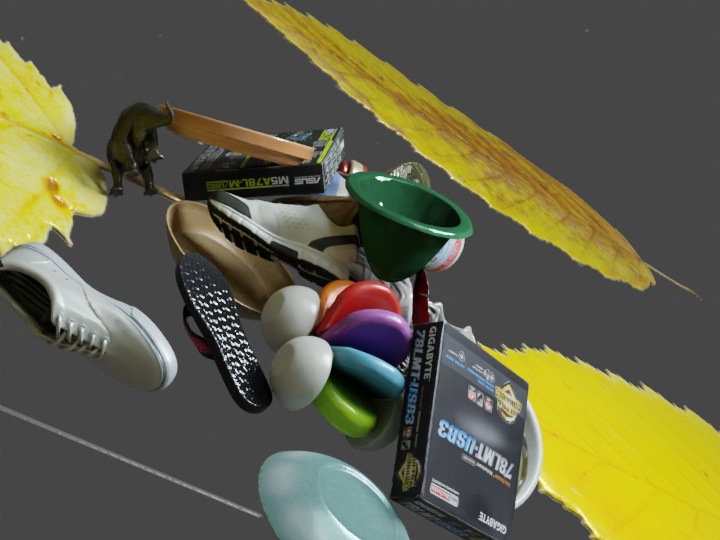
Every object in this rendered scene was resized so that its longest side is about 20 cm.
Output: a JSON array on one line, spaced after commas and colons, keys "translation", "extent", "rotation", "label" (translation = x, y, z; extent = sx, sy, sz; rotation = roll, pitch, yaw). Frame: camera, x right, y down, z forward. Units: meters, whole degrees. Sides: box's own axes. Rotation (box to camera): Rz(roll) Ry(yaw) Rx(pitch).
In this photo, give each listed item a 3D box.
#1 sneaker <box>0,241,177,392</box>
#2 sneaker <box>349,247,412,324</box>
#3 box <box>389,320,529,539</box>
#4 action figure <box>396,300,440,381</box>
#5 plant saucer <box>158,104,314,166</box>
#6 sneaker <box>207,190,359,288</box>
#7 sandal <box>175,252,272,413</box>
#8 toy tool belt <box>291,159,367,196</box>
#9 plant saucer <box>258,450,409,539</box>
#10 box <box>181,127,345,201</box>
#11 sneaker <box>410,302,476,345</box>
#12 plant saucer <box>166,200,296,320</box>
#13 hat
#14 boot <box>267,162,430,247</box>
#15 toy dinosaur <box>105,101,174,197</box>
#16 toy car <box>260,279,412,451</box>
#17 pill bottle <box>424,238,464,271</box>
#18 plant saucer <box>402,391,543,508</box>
[{"translation": [-0.263, 0.053, 1.106], "extent": [0.199, 0.073, 0.071], "rotation": [34, 28, 7], "label": "sneaker"}, {"translation": [0.000, 0.000, 1.504], "extent": [0.098, 0.079, 0.201], "rotation": [-1, 30, -15], "label": "sneaker"}, {"translation": [0.115, 0.187, 1.328], "extent": [0.200, 0.049, 0.201], "rotation": [37, 53, -44], "label": "box"}, {"translation": [0.055, 0.089, 1.555], "extent": [0.199, 0.102, 0.119], "rotation": [39, 19, 4], "label": "action figure"}, {"translation": [-0.155, -0.163, 1.469], "extent": [0.198, 0.033, 0.200], "rotation": [15, 5, -1], "label": "plant saucer"}, {"translation": [-0.091, -0.051, 1.435], "extent": [0.198, 0.081, 0.074], "rotation": [26, -20, 5], "label": "sneaker"}, {"translation": [-0.160, 0.071, 1.296], "extent": [0.075, 0.045, 0.202], "rotation": [0, 59, -53], "label": "sandal"}, {"translation": [-0.053, -0.105, 1.716], "extent": [0.122, 0.125, 0.202], "rotation": [26, 43, -21], "label": "toy tool belt"}, {"translation": [-0.012, 0.246, 1.191], "extent": [0.200, 0.039, 0.202], "rotation": [35, 20, -15], "label": "plant saucer"}, {"translation": [-0.127, -0.146, 1.619], "extent": [0.190, 0.048, 0.200], "rotation": [-2, 20, 7], "label": "box"}, {"translation": [0.137, 0.130, 1.629], "extent": [0.200, 0.092, 0.076], "rotation": [47, 20, 12], "label": "sneaker"}, {"translation": [-0.162, -0.004, 1.443], "extent": [0.199, 0.036, 0.201], "rotation": [36, 21, -16], "label": "plant saucer"}, {"translation": [0.033, -0.001, 1.430], "extent": [0.164, 0.178, 0.200], "rotation": [17, 20, -9], "label": "hat"}, {"translation": [-0.030, -0.087, 1.563], "extent": [0.175, 0.198, 0.067], "rotation": [-35, 114, -38], "label": "boot"}, {"translation": [-0.272, -0.153, 1.422], "extent": [0.076, 0.200, 0.103], "rotation": [-10, 65, -20], "label": "toy dinosaur"}, {"translation": [-0.009, 0.090, 1.336], "extent": [0.174, 0.150, 0.201], "rotation": [36, 23, -32], "label": "toy car"}, {"translation": [0.074, -0.062, 1.893], "extent": [0.199, 0.109, 0.109], "rotation": [10, 35, -54], "label": "pill bottle"}, {"translation": [0.128, 0.206, 1.447], "extent": [0.198, 0.050, 0.203], "rotation": [13, 60, -24], "label": "plant saucer"}]
